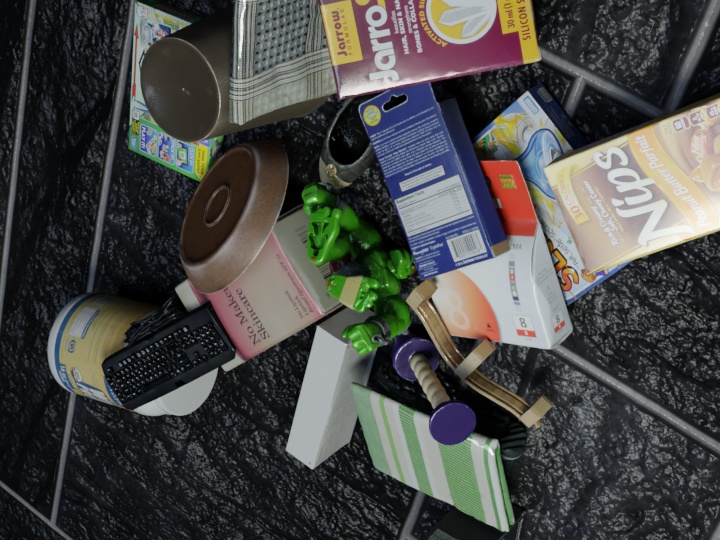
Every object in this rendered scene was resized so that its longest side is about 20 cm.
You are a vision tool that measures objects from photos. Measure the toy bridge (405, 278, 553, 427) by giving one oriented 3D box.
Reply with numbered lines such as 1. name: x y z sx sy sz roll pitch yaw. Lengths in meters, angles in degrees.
1. toy bridge: 0.125 0.098 1.380 0.200 0.027 0.067 46 151 7

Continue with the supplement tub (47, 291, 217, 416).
1. supplement tub: -0.305 0.114 1.699 0.200 0.145 0.145 11 117 33

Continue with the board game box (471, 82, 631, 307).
1. board game box: 0.196 -0.074 1.305 0.200 0.034 0.135 53 131 4

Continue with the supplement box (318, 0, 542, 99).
1. supplement box: 0.064 -0.253 1.219 0.199 0.103 0.131 -11 108 6

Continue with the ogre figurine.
1. ogre figurine: 0.000 0.000 1.410 0.098 0.120 0.200 -48 61 16

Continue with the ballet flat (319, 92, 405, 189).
1. ballet flat: -0.003 -0.166 1.397 0.066 0.057 0.200 40 129 11

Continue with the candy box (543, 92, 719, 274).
1. candy box: 0.288 -0.084 1.192 0.200 0.055 0.116 -21 96 27

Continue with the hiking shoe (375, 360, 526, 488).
1. hiking shoe: 0.094 0.183 1.477 0.200 0.074 0.087 33 128 22

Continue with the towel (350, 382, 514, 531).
1. towel: 0.083 0.213 1.455 0.200 0.023 0.153 20 141 36

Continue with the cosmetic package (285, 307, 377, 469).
1. cosmetic package: -0.033 0.142 1.549 0.051 0.082 0.200 30 125 22

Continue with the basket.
1. basket: -0.132 -0.219 1.375 0.136 0.200 0.181 42 130 14

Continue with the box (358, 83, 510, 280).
1. box: 0.075 -0.098 1.319 0.121 0.032 0.201 -18 94 52

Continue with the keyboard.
1. keyboard: -0.252 0.102 1.555 0.200 0.040 0.104 -28 93 30

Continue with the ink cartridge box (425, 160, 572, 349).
1. ink cartridge box: 0.127 -0.017 1.336 0.162 0.050 0.200 6 126 50

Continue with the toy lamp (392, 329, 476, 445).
1. toy lamp: 0.075 0.124 1.405 0.058 0.200 0.058 -4 114 -9

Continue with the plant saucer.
1. plant saucer: -0.157 -0.071 1.484 0.034 0.201 0.200 27 141 -32

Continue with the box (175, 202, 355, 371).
1. box: -0.107 0.018 1.528 0.200 0.109 0.128 -31 91 41

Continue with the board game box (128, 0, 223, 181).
1. board game box: -0.225 -0.221 1.559 0.134 0.029 0.200 25 124 27

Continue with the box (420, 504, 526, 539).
1. box: 0.120 0.383 1.507 0.079 0.141 0.201 24 123 29

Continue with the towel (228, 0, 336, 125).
1. towel: -0.055 -0.256 1.300 0.034 0.200 0.193 27 125 32
